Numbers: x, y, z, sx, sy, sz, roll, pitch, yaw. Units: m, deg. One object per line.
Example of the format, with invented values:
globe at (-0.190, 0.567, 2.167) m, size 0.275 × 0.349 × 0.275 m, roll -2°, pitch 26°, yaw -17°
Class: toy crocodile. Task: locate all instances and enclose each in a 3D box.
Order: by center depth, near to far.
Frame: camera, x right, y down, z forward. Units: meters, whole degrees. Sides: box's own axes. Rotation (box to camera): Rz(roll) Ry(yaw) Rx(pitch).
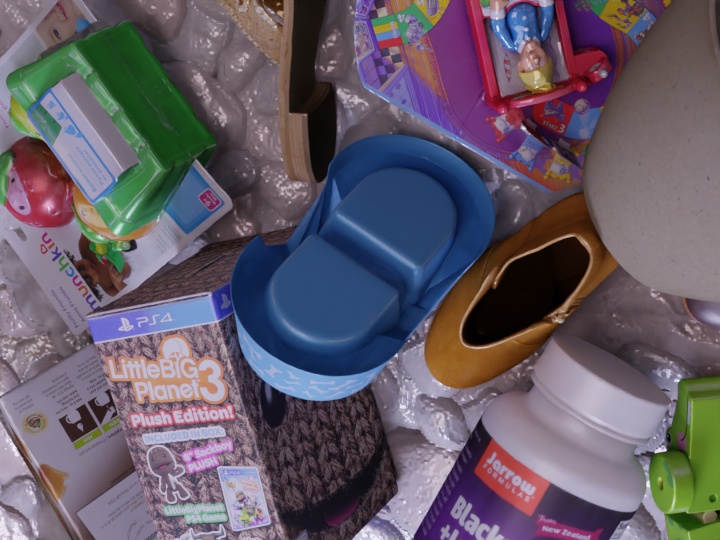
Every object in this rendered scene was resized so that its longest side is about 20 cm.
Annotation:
toy crocodile at (0.215, 0.160, 1.050) m, size 0.067 × 0.062 × 0.201 m, roll -9°, pitch 106°, yaw -14°

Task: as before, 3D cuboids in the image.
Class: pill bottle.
pill bottle at (0.107, 0.145, 1.034) m, size 0.111 × 0.111 × 0.200 m, roll 31°, pitch 102°, yaw 13°

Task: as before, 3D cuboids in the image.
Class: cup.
cup at (0.207, -0.061, 0.912) m, size 0.143 × 0.200 × 0.201 m, roll -32°, pitch 92°, yaw 44°

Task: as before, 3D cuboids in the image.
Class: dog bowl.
dog bowl at (0.000, 0.000, 1.024) m, size 0.111 × 0.200 × 0.050 m, roll 34°, pitch 145°, yaw 11°

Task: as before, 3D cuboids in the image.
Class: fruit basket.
fruit basket at (-0.201, -0.069, 1.150) m, size 0.200 × 0.094 × 0.185 m, roll -35°, pitch 90°, yaw 34°

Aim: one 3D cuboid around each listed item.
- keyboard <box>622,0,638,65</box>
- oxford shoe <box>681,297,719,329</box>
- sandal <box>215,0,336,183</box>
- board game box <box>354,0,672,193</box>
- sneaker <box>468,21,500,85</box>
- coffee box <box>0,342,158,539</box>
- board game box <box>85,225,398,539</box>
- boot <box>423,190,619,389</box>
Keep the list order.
keyboard at (0.137, -0.168, 1.000) m, size 0.056 × 0.011 × 0.201 m, roll 0°, pitch 107°, yaw 26°
oxford shoe at (0.275, 0.005, 0.956) m, size 0.200 × 0.073 × 0.071 m, roll -10°, pitch 103°, yaw 28°
sandal at (-0.059, -0.158, 1.059) m, size 0.069 × 0.078 × 0.212 m, roll 7°, pitch 115°, yaw 17°
board game box at (0.099, -0.138, 0.954) m, size 0.200 × 0.039 × 0.158 m, roll 29°, pitch 100°, yaw -16°
sneaker at (0.039, -0.184, 1.006) m, size 0.085 × 0.077 × 0.200 m, roll -11°, pitch 102°, yaw 32°
coffee box at (-0.178, 0.159, 1.193) m, size 0.200 × 0.080 × 0.114 m, roll 59°, pitch 165°, yaw -2°
board game box at (-0.072, 0.090, 1.102) m, size 0.097 × 0.159 × 0.200 m, roll -10°, pitch 103°, yaw 28°
boot at (0.084, 0.023, 1.013) m, size 0.071 × 0.144 × 0.201 m, roll 48°, pitch 120°, yaw 5°
